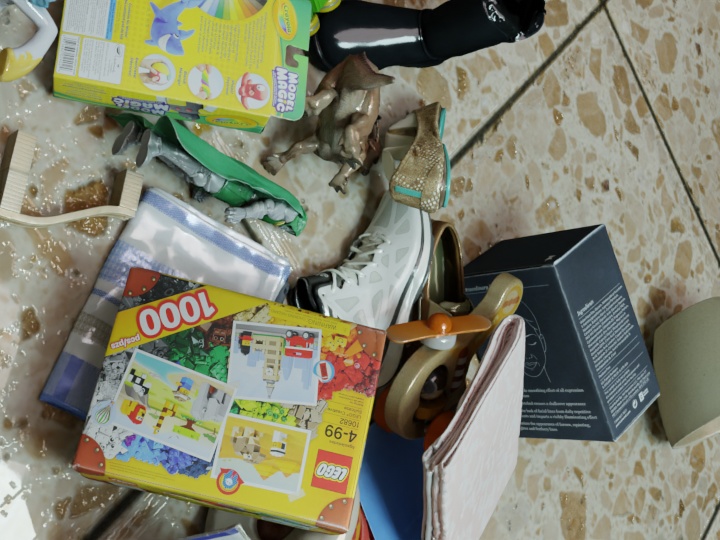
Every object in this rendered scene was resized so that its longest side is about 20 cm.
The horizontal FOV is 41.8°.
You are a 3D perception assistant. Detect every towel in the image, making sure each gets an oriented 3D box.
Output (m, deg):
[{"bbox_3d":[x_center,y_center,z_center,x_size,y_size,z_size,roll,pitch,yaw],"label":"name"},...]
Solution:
[{"bbox_3d":[-0.152,0.045,0.773,0.145,0.024,0.203,30,66,-16],"label":"towel"},{"bbox_3d":[0.106,0.172,0.870,0.191,0.032,0.202,-51,149,-41],"label":"towel"}]

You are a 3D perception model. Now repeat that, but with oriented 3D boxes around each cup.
[{"bbox_3d":[0.461,0.121,1.223,0.198,0.200,0.145,-3,60,-40],"label":"cup"}]

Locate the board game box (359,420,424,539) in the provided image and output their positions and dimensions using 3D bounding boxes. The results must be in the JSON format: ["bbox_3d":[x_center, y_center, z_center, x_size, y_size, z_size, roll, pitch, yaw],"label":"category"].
[{"bbox_3d":[0.039,0.245,0.920,0.157,0.038,0.203,-24,92,-61],"label":"board game box"}]

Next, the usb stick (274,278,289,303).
[{"bbox_3d":[-0.115,0.082,0.817,0.055,0.032,0.203,35,63,-31],"label":"usb stick"}]

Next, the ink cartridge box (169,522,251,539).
[{"bbox_3d":[-0.097,0.257,0.706,0.201,0.197,0.041,56,36,-23],"label":"ink cartridge box"}]

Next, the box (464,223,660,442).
[{"bbox_3d":[0.210,0.070,1.021,0.106,0.147,0.203,-32,106,-38],"label":"box"}]

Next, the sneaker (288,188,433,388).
[{"bbox_3d":[0.000,0.000,0.897,0.114,0.075,0.204,23,73,-38],"label":"sneaker"}]

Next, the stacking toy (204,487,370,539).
[{"bbox_3d":[-0.032,0.251,0.830,0.201,0.144,0.148,54,53,-43],"label":"stacking toy"}]

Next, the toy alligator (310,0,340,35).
[{"bbox_3d":[-0.046,-0.287,0.906,0.201,0.054,0.060,-57,147,-29],"label":"toy alligator"}]

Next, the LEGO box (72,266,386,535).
[{"bbox_3d":[-0.094,0.100,0.707,0.196,0.077,0.152,14,71,-5],"label":"LEGO box"}]

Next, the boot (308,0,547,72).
[{"bbox_3d":[0.067,-0.245,0.923,0.198,0.167,0.078,-9,91,-40],"label":"boot"}]

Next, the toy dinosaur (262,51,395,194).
[{"bbox_3d":[-0.010,-0.149,0.861,0.085,0.201,0.136,33,59,1],"label":"toy dinosaur"}]

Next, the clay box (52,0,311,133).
[{"bbox_3d":[-0.141,-0.183,0.768,0.196,0.048,0.117,9,75,-18],"label":"clay box"}]

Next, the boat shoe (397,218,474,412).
[{"bbox_3d":[0.076,0.046,0.958,0.075,0.073,0.204,-8,90,-40],"label":"boat shoe"}]

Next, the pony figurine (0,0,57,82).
[{"bbox_3d":[-0.272,-0.232,0.646,0.193,0.165,0.203,41,61,-41],"label":"pony figurine"}]

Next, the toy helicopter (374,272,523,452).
[{"bbox_3d":[0.088,0.068,0.883,0.200,0.078,0.133,-46,141,-26],"label":"toy helicopter"}]

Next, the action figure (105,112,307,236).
[{"bbox_3d":[-0.114,-0.073,0.806,0.199,0.117,0.055,25,93,-45],"label":"action figure"}]

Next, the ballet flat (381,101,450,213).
[{"bbox_3d":[0.054,-0.121,0.935,0.201,0.064,0.072,-84,-179,-64],"label":"ballet flat"}]

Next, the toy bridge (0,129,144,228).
[{"bbox_3d":[-0.262,-0.071,0.712,0.198,0.027,0.069,19,73,-36],"label":"toy bridge"}]
